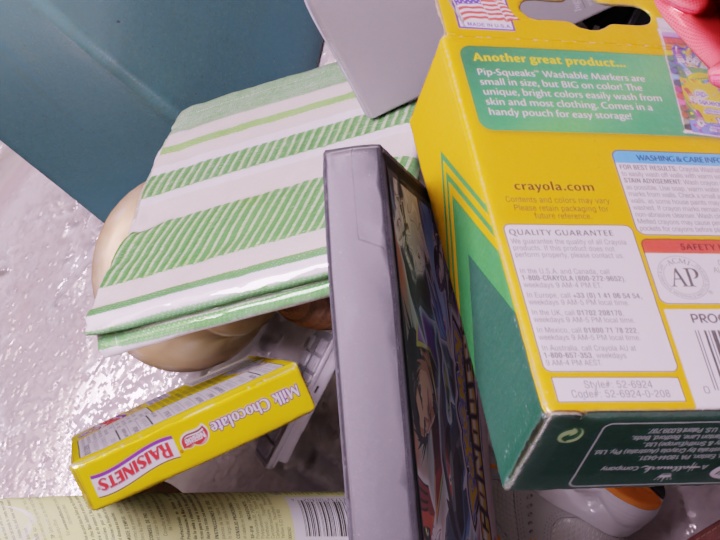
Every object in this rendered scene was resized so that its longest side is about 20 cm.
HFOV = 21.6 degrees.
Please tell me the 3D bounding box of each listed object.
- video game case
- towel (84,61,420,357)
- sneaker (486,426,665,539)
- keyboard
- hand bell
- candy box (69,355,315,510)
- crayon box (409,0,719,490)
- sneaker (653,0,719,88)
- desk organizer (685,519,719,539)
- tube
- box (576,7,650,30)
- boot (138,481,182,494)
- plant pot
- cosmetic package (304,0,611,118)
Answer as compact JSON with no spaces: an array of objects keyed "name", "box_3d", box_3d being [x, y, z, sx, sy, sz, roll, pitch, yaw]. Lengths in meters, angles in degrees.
[{"name":"video game case","box_3d":[0.024,0.068,0.703,0.025,0.181,0.201,-6,82,12]},{"name":"towel","box_3d":[-0.039,-0.039,0.870,0.152,0.023,0.200,-15,29,17]},{"name":"sneaker","box_3d":[0.041,0.085,0.842,0.200,0.076,0.092,39,103,49]},{"name":"keyboard","box_3d":[0.000,0.000,0.881,0.200,0.011,0.056,-63,14,-2]},{"name":"hand bell","box_3d":[-0.044,0.006,0.887,0.200,0.104,0.104,6,68,62]},{"name":"candy box","box_3d":[-0.082,0.070,0.857,0.102,0.026,0.200,-27,2,-8]},{"name":"crayon box","box_3d":[0.095,-0.018,0.683,0.052,0.125,0.200,112,153,-49]},{"name":"sneaker","box_3d":[0.143,-0.128,0.704,0.200,0.086,0.074,-103,21,-48]},{"name":"desk organizer","box_3d":[0.101,0.180,0.737,0.200,0.072,0.077,-35,46,18]},{"name":"tube","box_3d":[-0.084,0.122,0.837,0.058,0.199,0.052,134,135,-58]},{"name":"box","box_3d":[0.062,-0.089,0.938,0.159,0.049,0.200,23,81,42]},{"name":"boot","box_3d":[-0.117,0.190,0.861,0.175,0.066,0.201,125,156,-65]},{"name":"plant pot","box_3d":[-0.138,-0.136,1.021,0.141,0.200,0.142,-5,63,36]},{"name":"cosmetic package","box_3d":[0.068,-0.164,0.866,0.200,0.090,0.107,-23,38,5]}]
